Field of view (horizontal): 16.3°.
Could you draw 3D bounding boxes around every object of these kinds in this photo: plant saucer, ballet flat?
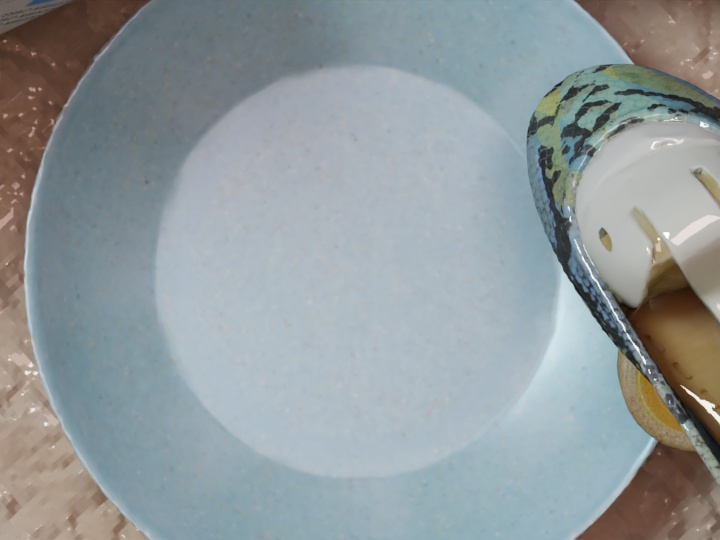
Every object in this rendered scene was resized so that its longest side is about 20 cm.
[{"bbox_3d":[0.000,0.000,0.749,0.199,0.039,0.203,0,89,-7],"label":"plant saucer"},{"bbox_3d":[0.104,0.013,0.667,0.074,0.074,0.201,-32,65,-2],"label":"ballet flat"}]

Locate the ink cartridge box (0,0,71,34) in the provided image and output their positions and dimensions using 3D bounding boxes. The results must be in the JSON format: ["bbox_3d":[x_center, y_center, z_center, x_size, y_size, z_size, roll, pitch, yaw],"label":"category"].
[{"bbox_3d":[-0.170,-0.106,0.689,0.199,0.128,0.126,-22,91,28],"label":"ink cartridge box"}]

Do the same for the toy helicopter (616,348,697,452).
[{"bbox_3d":[0.172,0.046,0.726,0.198,0.079,0.133,6,109,2],"label":"toy helicopter"}]
